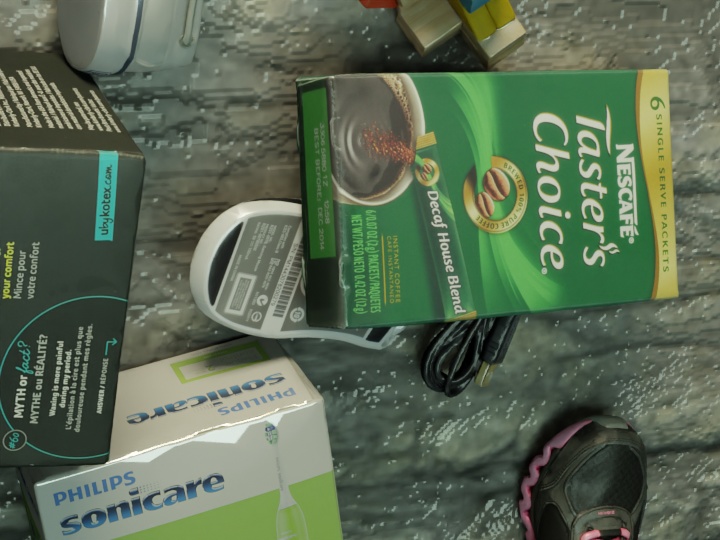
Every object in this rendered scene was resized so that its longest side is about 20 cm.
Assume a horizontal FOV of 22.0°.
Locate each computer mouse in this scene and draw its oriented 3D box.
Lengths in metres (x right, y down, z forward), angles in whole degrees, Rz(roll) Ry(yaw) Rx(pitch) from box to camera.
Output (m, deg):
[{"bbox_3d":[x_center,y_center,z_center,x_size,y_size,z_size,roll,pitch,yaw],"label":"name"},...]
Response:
[{"bbox_3d":[0.000,0.000,0.938,0.200,0.044,0.110,13,109,-32],"label":"computer mouse"}]

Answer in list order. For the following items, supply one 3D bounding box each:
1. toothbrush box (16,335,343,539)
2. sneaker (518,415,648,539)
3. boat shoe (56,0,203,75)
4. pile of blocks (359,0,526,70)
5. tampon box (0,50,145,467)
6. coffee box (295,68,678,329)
[{"bbox_3d":[-0.086,0.151,0.943,0.145,0.086,0.201,-16,119,-15],"label":"toothbrush box"},{"bbox_3d":[0.129,0.181,1.044,0.079,0.095,0.201,3,110,-22],"label":"sneaker"},{"bbox_3d":[-0.086,-0.182,0.807,0.065,0.074,0.200,-3,121,-32],"label":"boat shoe"},{"bbox_3d":[0.015,-0.161,0.845,0.062,0.082,0.200,-35,122,-5],"label":"pile of blocks"},{"bbox_3d":[-0.210,-0.008,0.793,0.199,0.126,0.150,1,114,-23],"label":"tampon box"},{"bbox_3d":[0.066,-0.038,0.910,0.199,0.044,0.123,-3,92,-29],"label":"coffee box"}]
